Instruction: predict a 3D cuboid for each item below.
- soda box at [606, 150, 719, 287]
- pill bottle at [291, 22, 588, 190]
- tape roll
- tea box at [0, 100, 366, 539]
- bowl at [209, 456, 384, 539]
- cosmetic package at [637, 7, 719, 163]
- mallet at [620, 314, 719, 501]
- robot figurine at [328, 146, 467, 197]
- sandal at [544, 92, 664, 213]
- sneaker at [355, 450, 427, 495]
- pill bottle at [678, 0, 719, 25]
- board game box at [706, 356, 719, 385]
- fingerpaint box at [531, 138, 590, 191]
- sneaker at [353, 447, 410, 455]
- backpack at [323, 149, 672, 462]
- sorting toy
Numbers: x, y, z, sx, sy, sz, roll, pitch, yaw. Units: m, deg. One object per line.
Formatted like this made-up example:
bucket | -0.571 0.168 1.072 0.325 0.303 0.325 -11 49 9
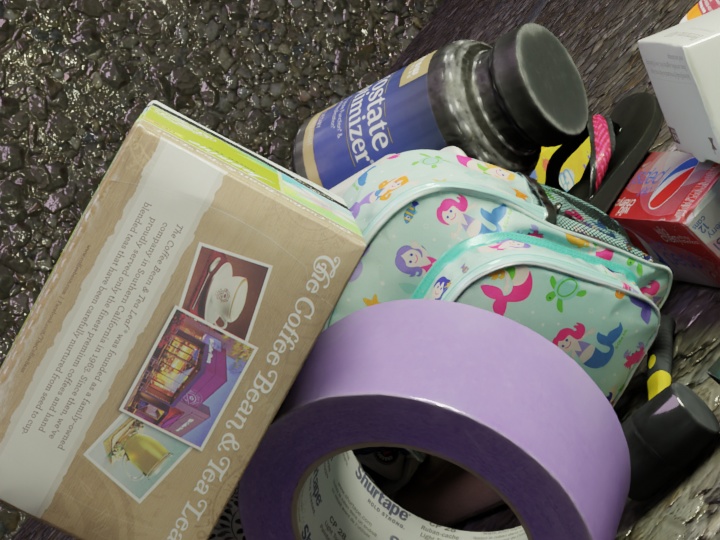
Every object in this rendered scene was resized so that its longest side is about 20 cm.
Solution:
soda box | 0.218 -0.034 1.142 0.063 0.070 0.200 -48 9 -4
pill bottle | 0.057 -0.096 1.247 0.200 0.112 0.112 -25 22 34
tape roll | 0.040 0.120 0.946 0.200 0.200 0.085 -41 12 38
tea box | -0.104 0.029 0.936 0.200 0.134 0.197 -61 9 5
bowl | -0.050 0.163 1.137 0.201 0.201 0.094 -38 21 45
cosmetic package | 0.278 -0.136 1.036 0.200 0.081 0.113 -21 10 -4
mallet | 0.184 0.063 1.034 0.066 0.041 0.200 -44 7 28
robot figurine | 0.000 0.000 1.161 0.200 0.170 0.113 -31 54 -1
sandal | 0.155 -0.068 1.210 0.075 0.045 0.200 -40 12 50
sneaker | 0.033 0.106 1.248 0.200 0.074 0.089 -58 12 24
pill bottle | 0.323 -0.194 1.183 0.200 0.113 0.113 -44 11 21
board game box | 0.274 -0.002 0.902 0.200 0.028 0.135 -48 9 0
fingerpaint box | 0.093 -0.050 1.414 0.167 0.073 0.200 -13 10 40
sneaker | 0.020 0.104 1.182 0.200 0.082 0.070 -33 5 21
backpack | 0.067 0.029 1.044 0.178 0.200 0.151 -61 18 14
sorting toy | 0.108 0.096 1.240 0.185 0.036 0.200 -35 22 54
